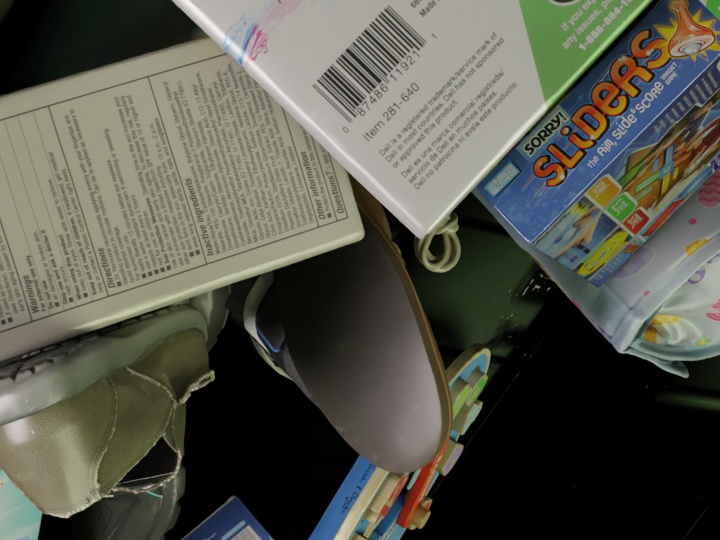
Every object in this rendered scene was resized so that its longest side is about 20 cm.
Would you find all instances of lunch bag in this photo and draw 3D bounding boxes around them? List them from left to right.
[{"bbox_3d":[0.151,-0.042,1.258,0.199,0.170,0.127,-19,143,-38],"label":"lunch bag"}]

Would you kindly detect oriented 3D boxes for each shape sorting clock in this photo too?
[{"bbox_3d":[0.020,0.129,1.364,0.200,0.039,0.200,-53,164,-22],"label":"shape sorting clock"}]

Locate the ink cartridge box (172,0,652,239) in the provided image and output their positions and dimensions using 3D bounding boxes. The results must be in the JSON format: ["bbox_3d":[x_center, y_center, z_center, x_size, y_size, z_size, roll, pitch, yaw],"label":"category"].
[{"bbox_3d":[0.002,-0.134,0.962,0.145,0.200,0.084,-46,-176,3],"label":"ink cartridge box"}]

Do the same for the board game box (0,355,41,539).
[{"bbox_3d":[-0.213,0.101,1.098,0.151,0.047,0.201,-11,124,-41],"label":"board game box"}]

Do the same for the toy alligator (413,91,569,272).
[{"bbox_3d":[0.063,-0.086,1.187,0.059,0.054,0.201,41,69,-30],"label":"toy alligator"}]

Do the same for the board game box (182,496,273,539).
[{"bbox_3d":[-0.127,0.216,1.323,0.200,0.034,0.136,-39,160,-12],"label":"board game box"}]

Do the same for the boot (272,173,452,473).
[{"bbox_3d":[0.000,0.000,1.116,0.074,0.201,0.075,-39,155,28],"label":"boot"}]

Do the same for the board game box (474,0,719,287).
[{"bbox_3d":[0.126,-0.059,1.064,0.135,0.034,0.200,-45,167,5],"label":"board game box"}]

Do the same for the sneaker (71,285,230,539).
[{"bbox_3d":[-0.123,0.059,1.177,0.079,0.075,0.201,-4,123,-31],"label":"sneaker"}]

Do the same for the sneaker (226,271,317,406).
[{"bbox_3d":[-0.006,0.045,1.235,0.073,0.112,0.200,-45,147,4],"label":"sneaker"}]

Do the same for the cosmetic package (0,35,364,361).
[{"bbox_3d":[-0.110,-0.030,1.015,0.199,0.104,0.073,-18,-177,-23],"label":"cosmetic package"}]

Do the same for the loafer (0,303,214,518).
[{"bbox_3d":[-0.109,0.061,1.030,0.075,0.070,0.200,-17,-178,16],"label":"loafer"}]

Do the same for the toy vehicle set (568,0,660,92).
[{"bbox_3d":[0.158,-0.151,1.061,0.200,0.027,0.124,-45,156,7],"label":"toy vehicle set"}]
